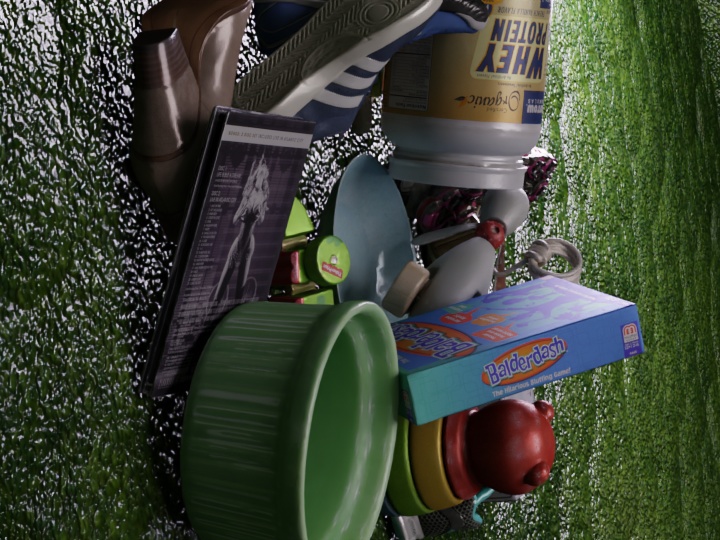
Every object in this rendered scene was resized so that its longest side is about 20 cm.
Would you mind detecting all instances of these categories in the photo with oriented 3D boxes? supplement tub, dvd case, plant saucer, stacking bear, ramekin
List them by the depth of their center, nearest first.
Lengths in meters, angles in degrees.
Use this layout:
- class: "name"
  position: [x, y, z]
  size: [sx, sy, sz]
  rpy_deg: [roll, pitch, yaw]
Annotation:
- class: "dvd case"
  position: [-0.092, -0.014, 1.202]
  size: [0.149, 0.016, 0.201]
  rpy_deg: [-5, 113, -68]
- class: "ramekin"
  position: [-0.050, 0.116, 1.218]
  size: [0.200, 0.097, 0.201]
  rpy_deg: [7, 90, -71]
- class: "stacking bear"
  position: [0.061, 0.148, 1.393]
  size: [0.114, 0.199, 0.122]
  rpy_deg: [60, 32, -45]
- class: "plant saucer"
  position: [0.000, 0.000, 1.502]
  size: [0.201, 0.039, 0.202]
  rpy_deg: [-6, 90, -68]
- class: "supplement tub"
  position: [0.093, -0.176, 1.514]
  size: [0.144, 0.144, 0.201]
  rpy_deg: [-15, 111, -68]

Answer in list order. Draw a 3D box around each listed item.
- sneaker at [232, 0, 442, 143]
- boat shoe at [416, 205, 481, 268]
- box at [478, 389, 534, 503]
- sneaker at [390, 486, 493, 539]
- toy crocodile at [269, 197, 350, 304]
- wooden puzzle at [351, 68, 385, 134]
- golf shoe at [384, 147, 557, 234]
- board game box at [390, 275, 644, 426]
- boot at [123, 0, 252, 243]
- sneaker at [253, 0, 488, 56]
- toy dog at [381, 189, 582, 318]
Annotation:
- class: "sneaker"
  position: [-0.013, -0.155, 1.349]
  size: [0.075, 0.200, 0.085]
  rpy_deg: [50, -6, 43]
- class: "boat shoe"
  position: [0.085, -0.046, 1.702]
  size: [0.201, 0.072, 0.066]
  rpy_deg: [-88, -167, -55]
- class: "box"
  position: [0.137, 0.132, 1.779]
  size: [0.117, 0.060, 0.201]
  rpy_deg: [-18, 100, -68]
- class: "sneaker"
  position: [0.094, 0.185, 1.612]
  size: [0.200, 0.091, 0.078]
  rpy_deg: [-66, 144, -52]
- class: "toy crocodile"
  position: [-0.044, 0.037, 1.344]
  size: [0.062, 0.067, 0.201]
  rpy_deg: [-17, 99, -46]
- class: "wooden puzzle"
  position: [0.018, -0.247, 1.544]
  size: [0.200, 0.037, 0.186]
  rpy_deg: [-75, 165, -54]
- class: "golf shoe"
  position: [0.109, -0.095, 1.655]
  size: [0.200, 0.092, 0.073]
  rpy_deg: [-15, 138, -42]
- class: "board game box"
  position: [0.102, 0.060, 1.374]
  size: [0.152, 0.199, 0.045]
  rpy_deg: [-158, -127, -67]
- class: "boot"
  position: [-0.115, -0.113, 1.222]
  size: [0.200, 0.070, 0.147]
  rpy_deg: [-53, 139, -59]
- class: "sneaker"
  position: [0.006, -0.209, 1.404]
  size: [0.076, 0.199, 0.077]
  rpy_deg: [-110, -155, -64]
- class: "toy dog"
  position: [0.091, 0.011, 1.539]
  size: [0.200, 0.096, 0.132]
  rpy_deg: [-27, 71, -37]
